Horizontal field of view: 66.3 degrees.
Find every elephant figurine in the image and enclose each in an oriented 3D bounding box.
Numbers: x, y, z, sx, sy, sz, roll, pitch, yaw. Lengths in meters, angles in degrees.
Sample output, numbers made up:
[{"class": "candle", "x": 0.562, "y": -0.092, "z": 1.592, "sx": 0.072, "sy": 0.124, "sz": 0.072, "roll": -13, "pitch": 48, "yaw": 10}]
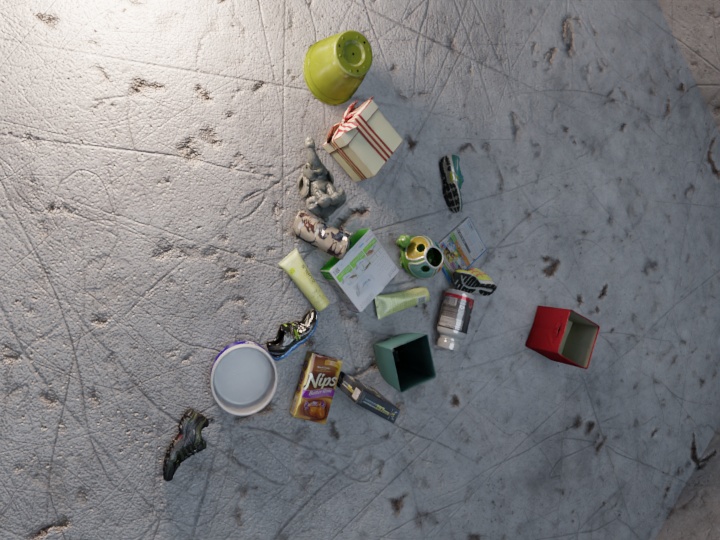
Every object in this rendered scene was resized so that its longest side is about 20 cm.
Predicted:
[{"class": "elephant figurine", "x": -0.132, "y": -0.278, "z": 1.701, "sx": 0.140, "sy": 0.153, "sz": 0.205, "roll": -3, "pitch": 64, "yaw": -58}]

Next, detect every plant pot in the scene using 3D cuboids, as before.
[{"class": "plant pot", "x": 0.126, "y": 0.283, "z": 1.793, "sx": 0.137, "sy": 0.199, "sz": 0.147, "roll": -17, "pitch": 99, "yaw": -23}, {"class": "plant pot", "x": -0.055, "y": -0.633, "z": 1.685, "sx": 0.194, "sy": 0.191, "sz": 0.209, "roll": -1, "pitch": 92, "yaw": -25}]

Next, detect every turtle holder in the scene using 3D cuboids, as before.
[{"class": "turtle holder", "x": 0.207, "y": -0.062, "z": 1.860, "sx": 0.139, "sy": 0.131, "sz": 0.189, "roll": -34, "pitch": 105, "yaw": -19}]

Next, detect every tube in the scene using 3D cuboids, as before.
[{"class": "tube", "x": 0.140, "y": 0.101, "z": 1.874, "sx": 0.194, "sy": 0.053, "sz": 0.059, "roll": -15, "pitch": 56, "yaw": -21}, {"class": "tube", "x": -0.172, "y": 0.036, "z": 1.728, "sx": 0.203, "sy": 0.051, "sz": 0.058, "roll": 56, "pitch": 28, "yaw": -11}]

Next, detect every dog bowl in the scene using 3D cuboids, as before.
[{"class": "dog bowl", "x": -0.343, "y": 0.314, "z": 1.622, "sx": 0.193, "sy": 0.079, "sz": 0.209, "roll": -2, "pitch": 96, "yaw": -18}]

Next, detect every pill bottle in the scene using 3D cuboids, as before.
[{"class": "pill bottle", "x": 0.329, "y": 0.175, "z": 1.937, "sx": 0.108, "sy": 0.110, "sz": 0.207, "roll": 16, "pitch": 85, "yaw": -24}]

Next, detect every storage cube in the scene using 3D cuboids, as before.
[{"class": "storage cube", "x": 0.774, "y": 0.255, "z": 2.115, "sx": 0.196, "sy": 0.178, "sz": 0.176, "roll": 26, "pitch": 81, "yaw": -24}]

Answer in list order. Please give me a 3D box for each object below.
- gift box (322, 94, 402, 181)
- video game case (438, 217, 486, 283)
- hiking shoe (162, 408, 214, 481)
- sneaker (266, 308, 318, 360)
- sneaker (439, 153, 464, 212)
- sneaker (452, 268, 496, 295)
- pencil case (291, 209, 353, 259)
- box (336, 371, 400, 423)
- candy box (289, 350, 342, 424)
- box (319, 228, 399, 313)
[{"class": "gift box", "x": 0.009, "y": -0.417, "z": 1.723, "sx": 0.187, "sy": 0.198, "sz": 0.187, "roll": 44, "pitch": 69, "yaw": -18}, {"class": "video game case", "x": 0.359, "y": -0.074, "z": 1.995, "sx": 0.199, "sy": 0.018, "sz": 0.145, "roll": -40, "pitch": 108, "yaw": -20}, {"class": "hiking shoe", "x": -0.491, "y": 0.507, "z": 1.571, "sx": 0.099, "sy": 0.075, "sz": 0.206, "roll": 26, "pitch": 80, "yaw": -20}, {"class": "sneaker", "x": -0.208, "y": 0.189, "z": 1.701, "sx": 0.199, "sy": 0.070, "sz": 0.084, "roll": -41, "pitch": 113, "yaw": -16}, {"class": "sneaker", "x": 0.339, "y": -0.310, "z": 1.951, "sx": 0.078, "sy": 0.077, "sz": 0.208, "roll": -12, "pitch": 96, "yaw": -33}, {"class": "sneaker", "x": 0.399, "y": 0.029, "z": 1.986, "sx": 0.195, "sy": 0.092, "sz": 0.079, "roll": 18, "pitch": 127, "yaw": -33}, {"class": "pencil case", "x": -0.121, "y": -0.113, "z": 1.691, "sx": 0.195, "sy": 0.078, "sz": 0.092, "roll": 25, "pitch": 77, "yaw": 3}, {"class": "box", "x": 0.020, "y": 0.399, "z": 1.745, "sx": 0.155, "sy": 0.199, "sz": 0.052, "roll": 33, "pitch": 85, "yaw": -22}, {"class": "candy box", "x": -0.141, "y": 0.371, "z": 1.747, "sx": 0.114, "sy": 0.056, "sz": 0.207, "roll": 19, "pitch": 82, "yaw": -24}, {"class": "box", "x": 0.000, "y": 0.000, "z": 1.781, "sx": 0.200, "sy": 0.096, "sz": 0.178, "roll": -46, "pitch": 109, "yaw": -18}]
